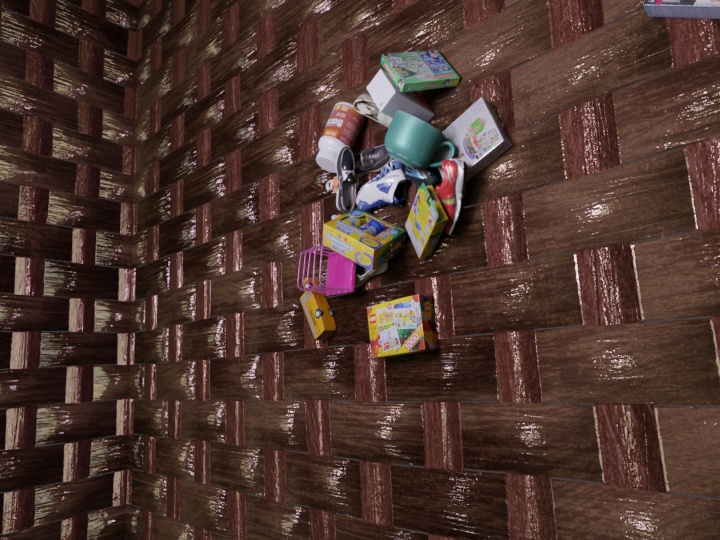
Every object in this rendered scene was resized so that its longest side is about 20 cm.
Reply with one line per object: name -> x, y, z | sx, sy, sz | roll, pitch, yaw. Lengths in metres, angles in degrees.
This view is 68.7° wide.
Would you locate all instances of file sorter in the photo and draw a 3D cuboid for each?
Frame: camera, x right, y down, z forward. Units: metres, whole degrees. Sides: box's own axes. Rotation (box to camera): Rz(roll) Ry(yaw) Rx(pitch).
file sorter -> -0.111, -0.003, 1.676 | 0.198, 0.121, 0.145 | -13, 72, 62

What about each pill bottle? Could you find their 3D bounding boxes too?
pill bottle -> -0.070, -0.427, 1.701 | 0.110, 0.112, 0.206 | 6, 67, 42

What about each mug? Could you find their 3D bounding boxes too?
mug -> 0.149, -0.338, 1.420 | 0.184, 0.150, 0.117 | 37, 104, 39

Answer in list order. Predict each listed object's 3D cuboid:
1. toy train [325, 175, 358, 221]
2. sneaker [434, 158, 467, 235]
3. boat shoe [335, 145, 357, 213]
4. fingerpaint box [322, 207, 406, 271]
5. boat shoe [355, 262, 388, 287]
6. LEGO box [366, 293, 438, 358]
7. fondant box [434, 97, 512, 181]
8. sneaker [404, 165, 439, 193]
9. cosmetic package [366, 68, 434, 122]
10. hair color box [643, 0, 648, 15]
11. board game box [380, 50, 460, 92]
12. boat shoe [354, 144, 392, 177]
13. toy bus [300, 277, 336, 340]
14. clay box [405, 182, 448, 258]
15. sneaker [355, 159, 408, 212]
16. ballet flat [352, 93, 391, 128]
toy train -> -0.078, -0.231, 1.764 | 0.148, 0.055, 0.207 | -26, 68, 38
sneaker -> 0.238, -0.199, 1.416 | 0.082, 0.077, 0.207 | 11, 115, 18
boat shoe -> -0.041, -0.283, 1.647 | 0.060, 0.071, 0.208 | 29, 116, 59
fingerpaint box -> 0.011, -0.099, 1.561 | 0.196, 0.165, 0.076 | 28, 129, 30
boat shoe -> 0.000, 0.000, 1.659 | 0.197, 0.061, 0.075 | -29, 66, 38
LEGO box -> 0.120, 0.164, 1.518 | 0.196, 0.076, 0.155 | -18, 74, 40
fondant box -> 0.293, -0.340, 1.429 | 0.198, 0.057, 0.148 | -38, 62, 35
sneaker -> 0.150, -0.313, 1.548 | 0.082, 0.072, 0.204 | -44, 58, 28
cosmetic package -> 0.117, -0.485, 1.514 | 0.071, 0.196, 0.104 | -44, 59, 29
hair color box -> 0.700, -0.577, 1.075 | 0.197, 0.060, 0.102 | 27, 103, 41
board game box -> 0.168, -0.564, 1.484 | 0.137, 0.194, 0.029 | 61, 151, 27
boat shoe -> 0.023, -0.351, 1.677 | 0.196, 0.064, 0.075 | -13, 78, 42
toy bus -> -0.148, 0.126, 1.782 | 0.078, 0.064, 0.205 | -43, 58, 33
clay box -> 0.182, -0.139, 1.447 | 0.202, 0.046, 0.118 | 108, 144, -58
sneaker -> 0.075, -0.229, 1.605 | 0.199, 0.079, 0.118 | -43, 56, 29
ballet flat -> 0.057, -0.486, 1.632 | 0.197, 0.069, 0.071 | 32, 106, 25
